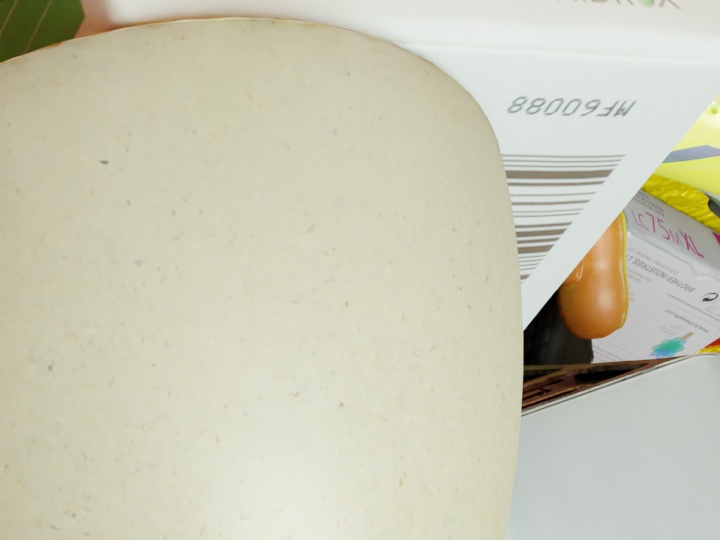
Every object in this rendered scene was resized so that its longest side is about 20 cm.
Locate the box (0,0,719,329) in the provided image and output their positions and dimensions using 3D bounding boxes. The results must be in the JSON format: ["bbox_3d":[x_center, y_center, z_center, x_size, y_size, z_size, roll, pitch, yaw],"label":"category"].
[{"bbox_3d":[-0.036,-0.072,0.744,0.199,0.172,0.199,1,145,-29],"label":"box"}]

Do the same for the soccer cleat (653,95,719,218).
[{"bbox_3d":[0.127,-0.061,0.927,0.200,0.065,0.084,21,157,-31],"label":"soccer cleat"}]

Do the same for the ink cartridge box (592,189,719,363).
[{"bbox_3d":[0.070,0.038,1.117,0.200,0.042,0.119,-38,144,24],"label":"ink cartridge box"}]

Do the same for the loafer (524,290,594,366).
[{"bbox_3d":[0.057,0.106,1.024,0.071,0.201,0.073,25,165,-37],"label":"loafer"}]

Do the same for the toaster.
[{"bbox_3d":[0.045,0.106,0.878,0.199,0.119,0.181,-18,-179,-16],"label":"toaster"}]

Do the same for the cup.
[{"bbox_3d":[-0.041,0.055,0.634,0.200,0.144,0.200,-12,150,-7],"label":"cup"}]

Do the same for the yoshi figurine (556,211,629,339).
[{"bbox_3d":[-0.002,0.013,0.972,0.199,0.112,0.112,-5,154,-18],"label":"yoshi figurine"}]
